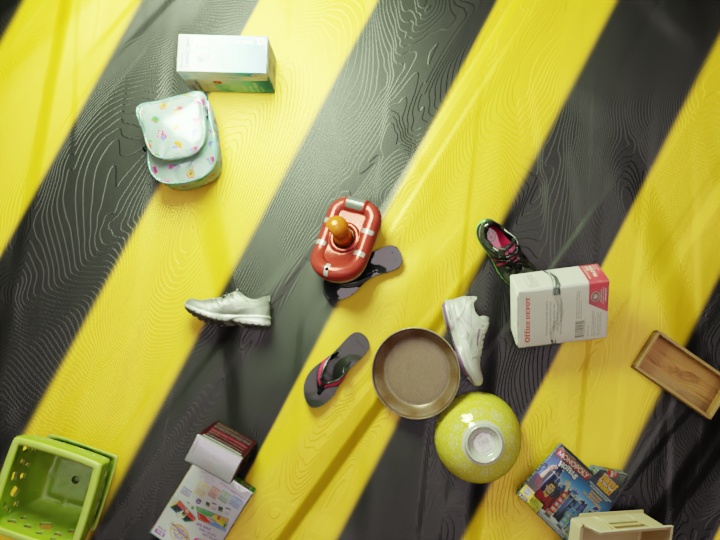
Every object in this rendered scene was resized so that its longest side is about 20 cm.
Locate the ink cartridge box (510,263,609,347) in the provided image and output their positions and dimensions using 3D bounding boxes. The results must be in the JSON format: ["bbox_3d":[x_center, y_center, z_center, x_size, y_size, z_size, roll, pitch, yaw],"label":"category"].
[{"bbox_3d":[0.429,0.077,1.662,0.197,0.085,0.146,-7,117,0],"label":"ink cartridge box"}]

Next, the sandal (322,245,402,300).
[{"bbox_3d":[0.000,-0.001,1.722,0.199,0.043,0.077,-30,86,-1],"label":"sandal"}]

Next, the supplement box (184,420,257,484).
[{"bbox_3d":[-0.292,0.382,1.625,0.108,0.200,0.061,27,89,3],"label":"supplement box"}]

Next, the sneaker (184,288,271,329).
[{"bbox_3d":[-0.294,0.081,1.718,0.197,0.075,0.083,9,72,-5],"label":"sneaker"}]

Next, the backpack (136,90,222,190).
[{"bbox_3d":[-0.397,-0.283,1.695,0.173,0.153,0.203,-13,93,-5],"label":"backpack"}]

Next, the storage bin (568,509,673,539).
[{"bbox_3d":[0.537,0.621,1.609,0.196,0.094,0.203,3,97,-19],"label":"storage bin"}]

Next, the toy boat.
[{"bbox_3d":[-0.041,-0.076,1.665,0.129,0.131,0.202,15,77,22],"label":"toy boat"}]

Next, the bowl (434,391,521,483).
[{"bbox_3d":[0.262,0.370,1.664,0.197,0.108,0.203,0,87,0],"label":"bowl"}]

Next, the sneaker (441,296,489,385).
[{"bbox_3d":[0.249,0.153,1.693,0.098,0.075,0.203,-16,87,0],"label":"sneaker"}]

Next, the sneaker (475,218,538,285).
[{"bbox_3d":[0.328,-0.031,1.698,0.077,0.084,0.200,-42,87,-1],"label":"sneaker"}]

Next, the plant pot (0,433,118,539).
[{"bbox_3d":[-0.641,0.463,1.635,0.197,0.181,0.202,17,86,2],"label":"plant pot"}]

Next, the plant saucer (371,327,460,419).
[{"bbox_3d":[0.124,0.227,1.697,0.197,0.037,0.203,0,89,12],"label":"plant saucer"}]

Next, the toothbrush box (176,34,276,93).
[{"bbox_3d":[-0.294,-0.458,1.703,0.197,0.146,0.087,3,86,0],"label":"toothbrush box"}]

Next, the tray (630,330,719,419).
[{"bbox_3d":[0.715,0.231,1.701,0.199,0.037,0.099,35,87,2],"label":"tray"}]

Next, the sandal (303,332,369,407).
[{"bbox_3d":[-0.058,0.219,1.708,0.075,0.045,0.200,41,88,3],"label":"sandal"}]

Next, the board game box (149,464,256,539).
[{"bbox_3d":[-0.349,0.532,1.697,0.152,0.040,0.201,33,88,3],"label":"board game box"}]

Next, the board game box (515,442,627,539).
[{"bbox_3d":[0.475,0.481,1.677,0.200,0.062,0.200,44,87,2],"label":"board game box"}]
